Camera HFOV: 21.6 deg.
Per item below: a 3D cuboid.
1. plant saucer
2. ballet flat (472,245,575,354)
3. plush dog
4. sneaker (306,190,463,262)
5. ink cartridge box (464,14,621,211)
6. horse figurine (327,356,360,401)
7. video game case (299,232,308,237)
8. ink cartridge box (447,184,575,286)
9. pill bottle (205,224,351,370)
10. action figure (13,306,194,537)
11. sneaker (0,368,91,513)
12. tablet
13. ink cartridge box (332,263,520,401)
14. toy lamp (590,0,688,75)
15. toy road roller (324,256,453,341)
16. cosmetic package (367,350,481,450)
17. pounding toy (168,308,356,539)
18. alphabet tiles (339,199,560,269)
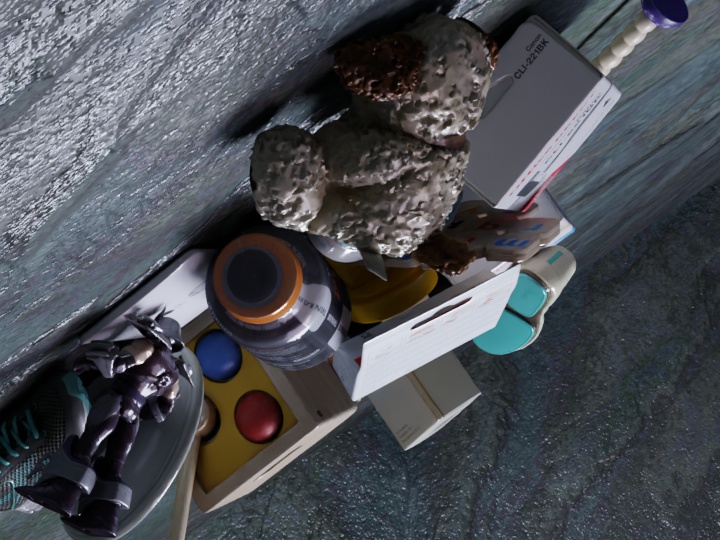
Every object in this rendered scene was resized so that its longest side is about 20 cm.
[{"bbox_3d":[-0.223,0.147,1.703,0.200,0.050,0.201,-35,-143,33],"label":"plant saucer"},{"bbox_3d":[0.171,0.027,1.951,0.069,0.070,0.200,-31,170,-25],"label":"ballet flat"},{"bbox_3d":[0.035,-0.103,1.363,0.200,0.160,0.172,-25,140,-58],"label":"plush dog"},{"bbox_3d":[0.042,-0.062,1.612,0.082,0.074,0.200,-40,172,37],"label":"sneaker"},{"bbox_3d":[0.144,-0.131,1.635,0.144,0.084,0.200,-51,170,8],"label":"ink cartridge box"},{"bbox_3d":[-0.004,0.040,2.018,0.200,0.132,0.050,-51,-171,-23],"label":"horse figurine"},{"bbox_3d":[0.018,-0.099,1.633,0.200,0.023,0.182,-36,171,5],"label":"video game case"},{"bbox_3d":[0.126,-0.060,1.909,0.128,0.125,0.200,-36,171,6],"label":"ink cartridge box"},{"bbox_3d":[-0.072,0.022,1.609,0.106,0.106,0.200,-35,168,0],"label":"pill bottle"},{"bbox_3d":[-0.203,0.116,1.577,0.130,0.069,0.201,50,59,-48],"label":"action figure"},{"bbox_3d":[-0.298,0.159,1.650,0.091,0.078,0.200,-8,147,-39],"label":"sneaker"},{"bbox_3d":[-0.157,0.022,1.643,0.130,0.014,0.200,-38,172,13],"label":"tablet"},{"bbox_3d":[0.056,0.042,1.703,0.160,0.047,0.200,-27,165,-11],"label":"ink cartridge box"},{"bbox_3d":[0.234,-0.198,1.819,0.058,0.058,0.200,-26,168,-47],"label":"toy lamp"},{"bbox_3d":[0.000,0.000,1.875,0.123,0.146,0.200,-31,-153,-18],"label":"toy road roller"},{"bbox_3d":[0.037,0.089,2.125,0.073,0.200,0.104,-30,169,-32],"label":"cosmetic package"},{"bbox_3d":[-0.135,0.148,1.828,0.200,0.184,0.142,-39,171,21],"label":"pounding toy"},{"bbox_3d":[0.074,-0.032,1.711,0.199,0.015,0.195,4,-161,26],"label":"alphabet tiles"}]
